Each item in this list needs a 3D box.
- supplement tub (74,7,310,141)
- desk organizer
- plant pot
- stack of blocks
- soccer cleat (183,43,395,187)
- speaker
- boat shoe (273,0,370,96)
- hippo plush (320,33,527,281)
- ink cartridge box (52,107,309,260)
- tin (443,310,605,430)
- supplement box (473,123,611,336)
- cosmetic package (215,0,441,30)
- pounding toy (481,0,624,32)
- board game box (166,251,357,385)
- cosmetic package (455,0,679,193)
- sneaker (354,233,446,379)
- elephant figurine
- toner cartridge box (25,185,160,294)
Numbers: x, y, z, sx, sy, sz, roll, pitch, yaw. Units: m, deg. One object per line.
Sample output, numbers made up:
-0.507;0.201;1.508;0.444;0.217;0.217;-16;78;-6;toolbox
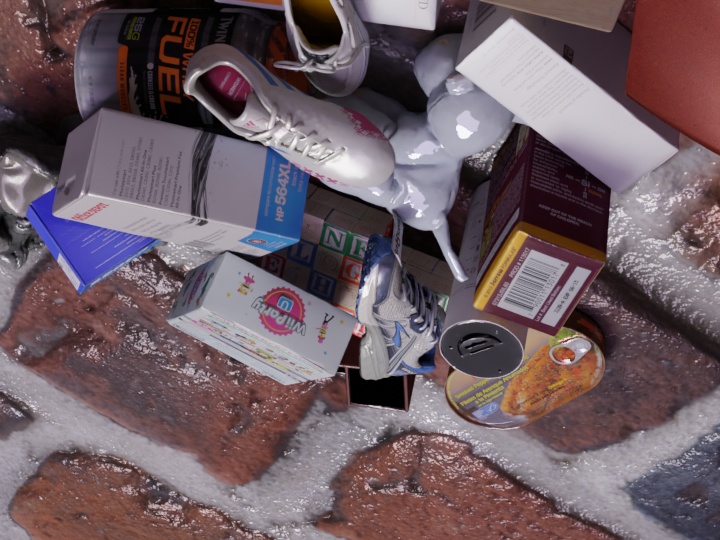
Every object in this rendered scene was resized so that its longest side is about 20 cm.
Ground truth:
-0.153;-0.180;1.517;0.198;0.123;0.123;1;134;13;supplement tub
-0.038;0.094;1.789;0.198;0.077;0.072;6;135;9;desk organizer
0.319;-0.210;1.326;0.175;0.200;0.201;16;137;15;plant pot
0.000;0.000;1.655;0.199;0.059;0.116;22;124;10;stack of blocks
-0.065;-0.123;1.406;0.199;0.086;0.070;30;112;-1;soccer cleat
0.129;0.005;1.569;0.081;0.201;0.082;8;136;8;speaker
-0.034;-0.198;1.388;0.074;0.087;0.203;8;148;8;boat shoe
0.054;-0.130;1.479;0.158;0.201;0.161;15;132;-32;hippo plush
-0.163;-0.075;1.485;0.199;0.085;0.146;13;170;-21;ink cartridge box
0.176;0.105;1.773;0.112;0.042;0.200;35;132;-25;tin
0.169;-0.056;1.498;0.085;0.201;0.111;20;136;-8;supplement box
-0.026;-0.279;1.423;0.198;0.072;0.102;8;135;7;cosmetic package
0.097;-0.299;1.274;0.183;0.200;0.143;5;114;-43;pounding toy
-0.102;0.051;1.633;0.147;0.065;0.200;28;168;-12;board game box
0.187;-0.174;1.444;0.199;0.113;0.081;32;133;-19;cosmetic package
0.042;0.034;1.562;0.084;0.078;0.201;5;147;7;sneaker
-0.300;-0.089;1.645;0.199;0.142;0.155;-18;143;36;elephant figurine
-0.211;-0.072;1.575;0.095;0.199;0.043;56;160;0;toner cartridge box
